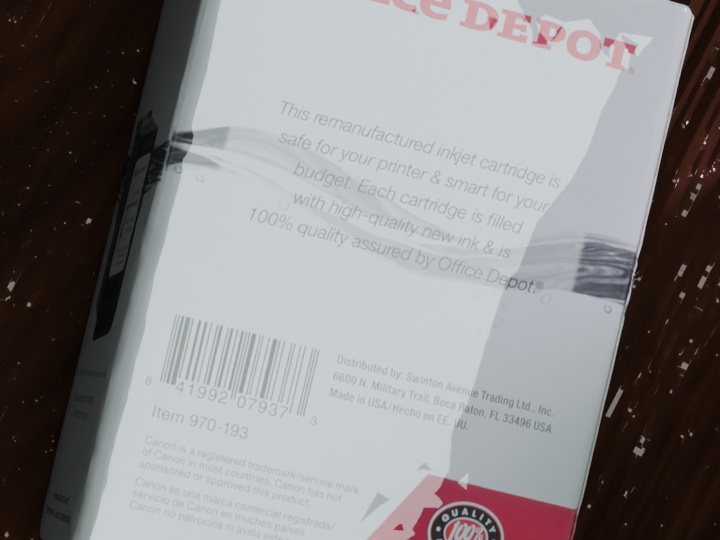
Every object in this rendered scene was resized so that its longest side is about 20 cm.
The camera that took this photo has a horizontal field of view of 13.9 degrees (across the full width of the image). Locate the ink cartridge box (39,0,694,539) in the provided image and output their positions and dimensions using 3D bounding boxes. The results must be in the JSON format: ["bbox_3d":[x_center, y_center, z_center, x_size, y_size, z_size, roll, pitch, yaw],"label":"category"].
[{"bbox_3d":[0.000,0.000,0.877,0.145,0.083,0.201,14,85,-13],"label":"ink cartridge box"}]
